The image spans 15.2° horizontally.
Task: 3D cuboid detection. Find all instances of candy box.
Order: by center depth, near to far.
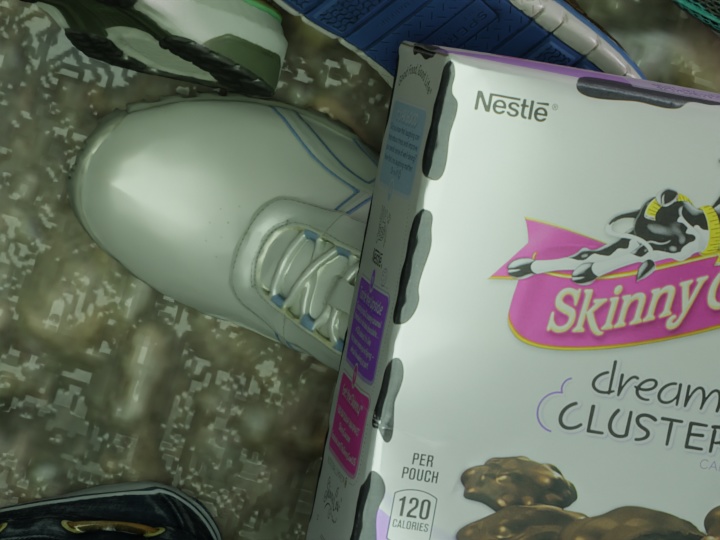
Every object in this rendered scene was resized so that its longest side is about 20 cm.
[{"bbox_3d":[0.078,0.045,0.794,0.167,0.072,0.201,9,95,-11],"label":"candy box"}]

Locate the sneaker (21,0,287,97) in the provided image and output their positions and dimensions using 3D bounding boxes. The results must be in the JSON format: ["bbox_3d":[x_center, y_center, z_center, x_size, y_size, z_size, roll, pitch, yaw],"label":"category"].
[{"bbox_3d":[-0.077,-0.122,0.813,0.077,0.200,0.089,8,77,23],"label":"sneaker"}]

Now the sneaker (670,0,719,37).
[{"bbox_3d":[0.146,-0.087,0.857,0.200,0.091,0.078,30,97,-6],"label":"sneaker"}]

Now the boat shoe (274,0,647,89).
[{"bbox_3d":[0.037,-0.085,0.856,0.072,0.073,0.200,-30,126,24],"label":"boat shoe"}]

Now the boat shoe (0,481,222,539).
[{"bbox_3d":[-0.143,0.118,0.876,0.199,0.091,0.071,-16,98,1],"label":"boat shoe"}]

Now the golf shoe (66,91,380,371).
[{"bbox_3d":[0.000,0.000,0.862,0.199,0.097,0.079,21,98,-4],"label":"golf shoe"}]
